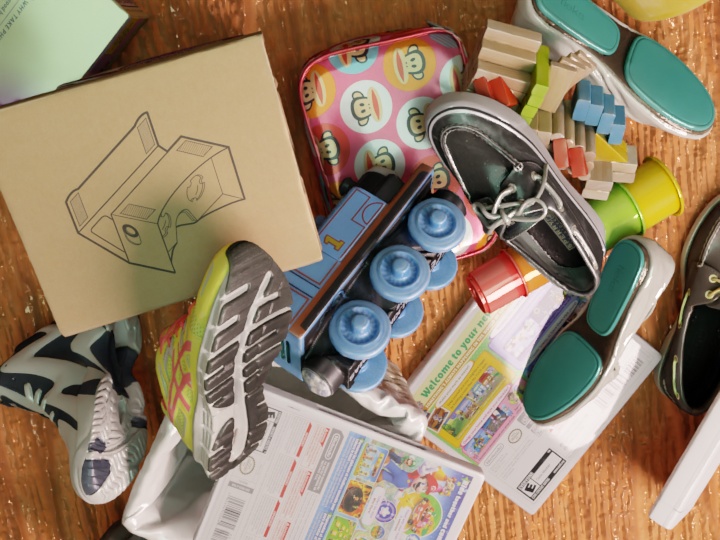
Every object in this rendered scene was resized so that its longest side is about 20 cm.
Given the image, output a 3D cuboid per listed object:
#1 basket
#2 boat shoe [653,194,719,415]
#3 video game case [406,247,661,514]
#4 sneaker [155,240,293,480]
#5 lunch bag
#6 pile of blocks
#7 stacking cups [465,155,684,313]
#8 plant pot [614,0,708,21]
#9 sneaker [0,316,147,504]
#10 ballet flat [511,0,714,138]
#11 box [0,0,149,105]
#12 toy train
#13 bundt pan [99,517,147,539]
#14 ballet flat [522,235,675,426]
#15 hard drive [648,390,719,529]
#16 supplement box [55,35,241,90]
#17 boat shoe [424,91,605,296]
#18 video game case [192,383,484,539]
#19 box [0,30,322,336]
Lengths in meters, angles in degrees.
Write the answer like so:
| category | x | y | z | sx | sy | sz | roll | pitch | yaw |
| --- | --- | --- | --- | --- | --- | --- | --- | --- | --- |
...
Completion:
| category | x | y | z | sx | sy | sz | roll | pitch | yaw |
| --- | --- | --- | --- | --- | --- | --- | --- | --- | --- |
| basket | -0.072 | 0.145 | 0.868 | 0.197 | 0.161 | 0.201 | 26 | 101 | -8 |
| boat shoe | 0.326 | 0.032 | 0.913 | 0.070 | 0.061 | 0.205 | 10 | 103 | -5 |
| video game case | 0.155 | 0.104 | 0.942 | 0.181 | 0.022 | 0.201 | 36 | 100 | -11 |
| sneaker | -0.109 | 0.055 | 0.696 | 0.090 | 0.078 | 0.203 | 38 | 132 | 26 |
| lunch bag | 0.045 | -0.104 | 0.854 | 0.172 | 0.082 | 0.204 | -13 | 104 | -1 |
| pile of blocks | 0.164 | -0.119 | 0.801 | 0.198 | 0.063 | 0.082 | 30 | 139 | -26 |
| stacking cups | 0.186 | -0.027 | 0.874 | 0.198 | 0.060 | 0.061 | -30 | 104 | -6 |
| plant pot | 0.217 | -0.307 | 0.766 | 0.200 | 0.201 | 0.189 | -40 | 117 | 7 |
| sneaker | -0.256 | 0.119 | 0.851 | 0.128 | 0.202 | 0.080 | -22 | 145 | 15 |
| ballet flat | 0.211 | -0.175 | 0.852 | 0.198 | 0.070 | 0.070 | 33 | 100 | -10 |
| box | -0.305 | -0.205 | 0.803 | 0.199 | 0.097 | 0.176 | 40 | 98 | -11 |
| toy train | 0.000 | 0.000 | 0.760 | 0.113 | 0.087 | 0.201 | 31 | 63 | 14 |
| bundt pan | -0.153 | 0.285 | 0.891 | 0.200 | 0.202 | 0.077 | 33 | 76 | -10 |
| ballet flat | 0.217 | 0.061 | 0.887 | 0.068 | 0.070 | 0.202 | 22 | 115 | -8 |
| hard drive | 0.333 | 0.135 | 0.910 | 0.026 | 0.131 | 0.203 | 31 | 102 | 25 |
| supplement box | -0.141 | -0.117 | 0.780 | 0.128 | 0.200 | 0.105 | -13 | 104 | 1 |
| boat shoe | 0.122 | -0.054 | 0.784 | 0.073 | 0.069 | 0.199 | -27 | 120 | 32 |
| video game case | -0.018 | 0.188 | 0.792 | 0.197 | 0.018 | 0.145 | 22 | 102 | -9 |
| box | -0.138 | -0.055 | 0.680 | 0.196 | 0.021 | 0.166 | -16 | 113 | 0 |
